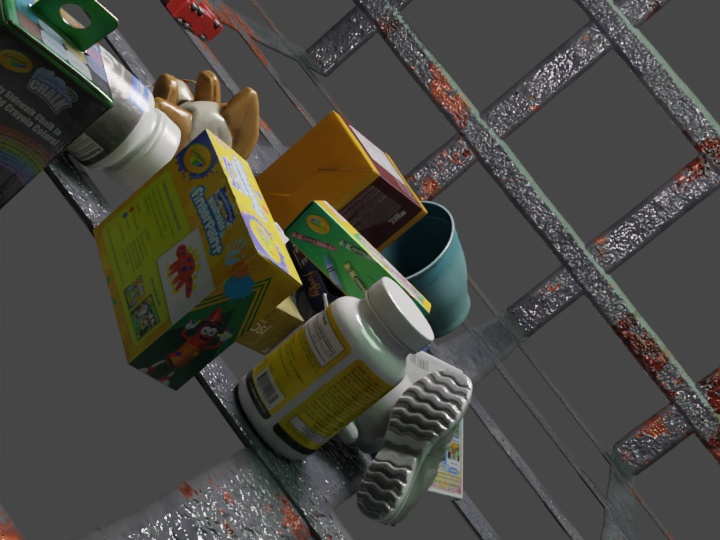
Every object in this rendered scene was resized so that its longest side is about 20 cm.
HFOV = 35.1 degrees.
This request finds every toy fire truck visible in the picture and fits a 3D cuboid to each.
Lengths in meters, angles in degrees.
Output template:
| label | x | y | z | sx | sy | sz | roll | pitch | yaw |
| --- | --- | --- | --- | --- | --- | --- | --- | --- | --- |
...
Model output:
| label | x | y | z | sx | sy | sz | roll | pitch | yaw |
| --- | --- | --- | --- | --- | --- | --- | --- | --- | --- |
| toy fire truck | -0.362 | -0.542 | 2.239 | 0.141 | 0.049 | 0.200 | 55 | 12 | 21 |

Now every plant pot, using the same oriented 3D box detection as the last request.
| label | x | y | z | sx | sy | sz | roll | pitch | yaw |
| --- | --- | --- | --- | --- | --- | --- | --- | --- | --- |
| plant pot | 0.102 | 0.014 | 2.006 | 0.189 | 0.199 | 0.201 | 61 | 3 | -39 |

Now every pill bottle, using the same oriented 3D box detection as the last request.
| label | x | y | z | sx | sy | sz | roll | pitch | yaw |
| --- | --- | --- | --- | --- | --- | --- | --- | --- | --- |
| pill bottle | -0.024 | 0.101 | 1.208 | 0.113 | 0.200 | 0.113 | 48 | 12 | -14 |
| pill bottle | -0.300 | -0.185 | 1.249 | 0.200 | 0.114 | 0.114 | 42 | 15 | -34 |

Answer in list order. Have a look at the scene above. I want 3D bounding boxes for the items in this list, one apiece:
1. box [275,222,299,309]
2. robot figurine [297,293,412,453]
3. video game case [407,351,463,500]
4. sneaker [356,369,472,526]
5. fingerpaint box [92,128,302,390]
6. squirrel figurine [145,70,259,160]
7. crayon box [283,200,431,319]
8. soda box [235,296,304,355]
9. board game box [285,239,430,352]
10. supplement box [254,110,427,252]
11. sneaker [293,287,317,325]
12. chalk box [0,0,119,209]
| label | x | y | z | sx | sy | sz | roll | pitch | yaw |
| --- | --- | --- | --- | --- | --- | --- | --- | --- | --- |
| box | -0.086 | 0.018 | 1.616 | 0.201 | 0.041 | 0.039 | 55 | 12 | 15 |
| robot figurine | -0.010 | 0.126 | 1.349 | 0.201 | 0.112 | 0.170 | 59 | 26 | -26 |
| video game case | 0.090 | 0.206 | 1.518 | 0.200 | 0.024 | 0.184 | 30 | 58 | -58 |
| sneaker | 0.065 | 0.205 | 1.318 | 0.074 | 0.201 | 0.082 | 28 | -14 | 29 |
| fingerpaint box | -0.164 | -0.013 | 1.113 | 0.073 | 0.167 | 0.200 | 39 | 16 | -43 |
| squirrel figurine | -0.223 | -0.158 | 1.463 | 0.186 | 0.141 | 0.201 | 28 | -49 | 54 |
| crayon box | 0.000 | 0.000 | 1.420 | 0.200 | 0.058 | 0.119 | 44 | 6 | 1 |
| soda box | -0.148 | 0.029 | 1.282 | 0.064 | 0.068 | 0.200 | 57 | 13 | 31 |
| board game box | -0.003 | 0.034 | 1.526 | 0.199 | 0.035 | 0.136 | 29 | 24 | -39 |
| supplement box | -0.039 | -0.105 | 1.777 | 0.133 | 0.197 | 0.200 | 57 | 14 | 29 |
| sneaker | -0.042 | 0.083 | 1.498 | 0.201 | 0.075 | 0.114 | 56 | 14 | 24 |
| chalk box | -0.303 | -0.176 | 0.996 | 0.124 | 0.200 | 0.124 | 40 | 16 | -41 |
